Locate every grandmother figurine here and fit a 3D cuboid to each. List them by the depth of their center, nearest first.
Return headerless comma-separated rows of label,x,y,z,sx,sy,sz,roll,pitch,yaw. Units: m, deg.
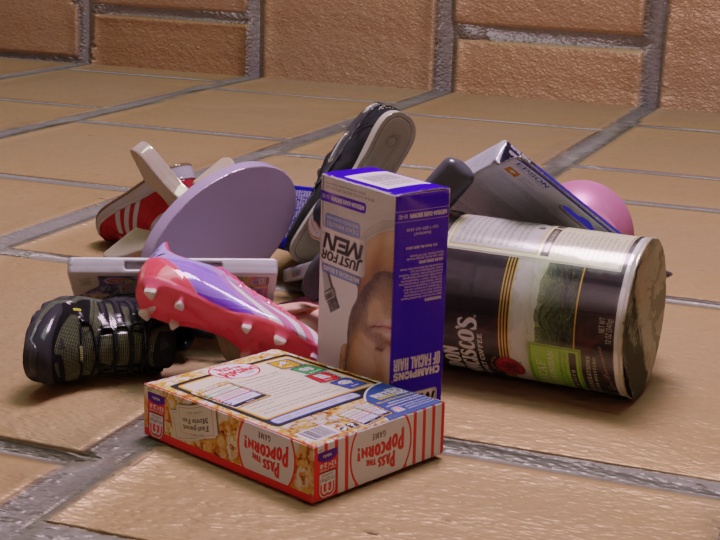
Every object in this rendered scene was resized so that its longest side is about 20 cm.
grandmother figurine,-0.049,0.046,1.475,0.120,0.061,0.199,20,23,28

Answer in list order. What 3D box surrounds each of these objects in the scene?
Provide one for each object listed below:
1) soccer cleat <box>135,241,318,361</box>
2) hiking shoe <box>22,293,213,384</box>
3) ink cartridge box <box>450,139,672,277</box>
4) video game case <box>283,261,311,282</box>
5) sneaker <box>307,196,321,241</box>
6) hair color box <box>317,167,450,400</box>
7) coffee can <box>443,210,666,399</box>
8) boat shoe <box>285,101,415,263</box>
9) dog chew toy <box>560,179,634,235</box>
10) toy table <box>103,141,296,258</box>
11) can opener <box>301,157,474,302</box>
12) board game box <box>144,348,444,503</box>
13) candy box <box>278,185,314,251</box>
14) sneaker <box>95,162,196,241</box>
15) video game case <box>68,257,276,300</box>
soccer cleat,-0.107,0.037,1.352,0.198,0.067,0.077,22,47,-4
hiking shoe,-0.219,0.059,1.354,0.099,0.077,0.199,5,13,28
ink cartridge box,0.186,-0.046,1.468,0.199,0.041,0.200,37,-22,-15
video game case,0.000,0.000,1.633,0.141,0.018,0.200,-2,-3,-12
sneaker,0.034,-0.052,1.610,0.198,0.079,0.079,11,-29,-31
hair color box,0.017,0.022,1.271,0.064,0.203,0.109,-10,18,-35
coffee can,0.167,0.029,1.376,0.197,0.149,0.146,8,15,25
boat shoe,-0.018,-0.096,1.652,0.072,0.201,0.067,34,2,-42
dog chew toy,0.242,-0.024,1.679,0.123,0.126,0.200,5,22,13
toy table,-0.179,-0.051,1.634,0.199,0.186,0.117,-29,34,-28
can opener,0.024,-0.033,1.407,0.067,0.200,0.053,47,11,5
board game box,-0.055,0.118,1.198,0.198,0.047,0.150,15,19,42
candy box,-0.003,-0.051,1.754,0.197,0.078,0.169,7,-2,15
sneaker,-0.253,-0.043,1.822,0.071,0.114,0.199,-13,-10,-41
video game case,-0.185,0.017,1.484,0.197,0.018,0.143,1,-17,-6
